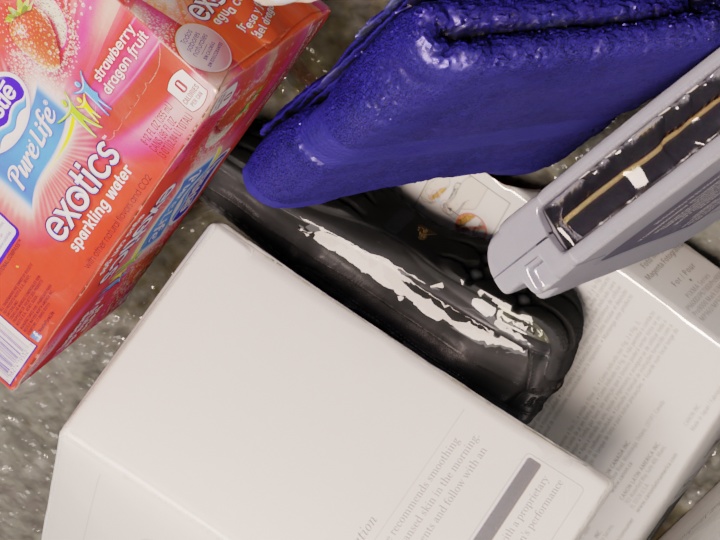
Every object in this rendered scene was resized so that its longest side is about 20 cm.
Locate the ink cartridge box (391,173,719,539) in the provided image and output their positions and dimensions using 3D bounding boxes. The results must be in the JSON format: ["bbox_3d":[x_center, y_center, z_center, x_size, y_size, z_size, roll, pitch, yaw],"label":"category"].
[{"bbox_3d":[0.072,0.028,1.300,0.200,0.057,0.163,40,131,14],"label":"ink cartridge box"}]

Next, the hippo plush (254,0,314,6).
[{"bbox_3d":[0.043,-0.186,1.096,0.161,0.159,0.200,8,150,-26],"label":"hippo plush"}]

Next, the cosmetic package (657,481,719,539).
[{"bbox_3d":[0.194,0.175,1.260,0.123,0.200,0.199,33,129,-8],"label":"cosmetic package"}]

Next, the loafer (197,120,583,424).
[{"bbox_3d":[0.000,0.000,1.255,0.201,0.068,0.070,31,120,11],"label":"loafer"}]

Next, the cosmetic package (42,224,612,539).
[{"bbox_3d":[-0.025,0.112,1.261,0.200,0.123,0.199,34,156,6],"label":"cosmetic package"}]

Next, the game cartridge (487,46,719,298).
[{"bbox_3d":[0.152,-0.058,1.138,0.200,0.133,0.041,-39,72,43],"label":"game cartridge"}]

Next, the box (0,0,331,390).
[{"bbox_3d":[-0.114,-0.059,1.199,0.100,0.095,0.200,42,129,5],"label":"box"}]

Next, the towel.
[{"bbox_3d":[0.049,-0.077,1.130,0.148,0.050,0.200,-10,171,-23],"label":"towel"}]
